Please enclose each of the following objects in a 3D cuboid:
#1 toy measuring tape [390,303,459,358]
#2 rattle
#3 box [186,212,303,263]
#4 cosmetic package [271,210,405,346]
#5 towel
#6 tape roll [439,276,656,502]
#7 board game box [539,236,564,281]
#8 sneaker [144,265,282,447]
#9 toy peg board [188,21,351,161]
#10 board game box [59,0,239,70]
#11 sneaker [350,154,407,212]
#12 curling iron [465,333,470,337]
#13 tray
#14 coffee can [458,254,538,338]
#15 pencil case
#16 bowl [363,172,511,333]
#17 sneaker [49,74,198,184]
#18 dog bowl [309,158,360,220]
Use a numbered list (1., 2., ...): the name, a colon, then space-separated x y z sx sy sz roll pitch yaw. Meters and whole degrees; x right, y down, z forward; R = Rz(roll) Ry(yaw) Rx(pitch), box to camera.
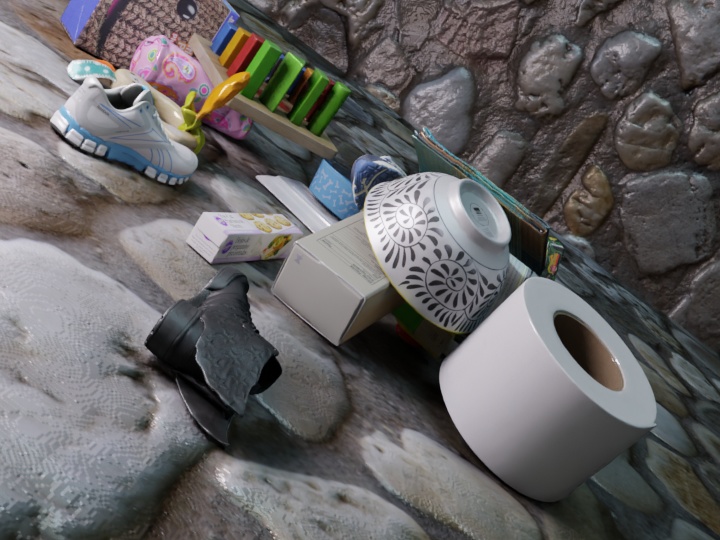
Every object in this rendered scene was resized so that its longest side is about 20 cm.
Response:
1. toy measuring tape: 0.105 0.082 1.301 0.199 0.074 0.073 41 15 11
2. rattle: -0.261 -0.249 1.350 0.200 0.143 0.130 46 35 14
3. box: -0.124 -0.037 1.187 0.041 0.039 0.200 39 14 15
4. cosmetic package: 0.000 0.000 1.195 0.105 0.072 0.199 39 30 16
5. towel: 0.146 -0.082 1.283 0.199 0.022 0.147 40 -10 18
6. tape roll: 0.202 0.128 1.156 0.202 0.139 0.204 34 28 -21
7. board game box: 0.227 0.059 1.394 0.023 0.203 0.105 15 10 6
8. sneaker: -0.108 0.063 0.872 0.104 0.060 0.200 36 19 4
9. toy peg board: -0.119 -0.281 1.531 0.199 0.098 0.200 25 22 -38
10. board game box: -0.310 -0.372 1.567 0.199 0.160 0.097 23 19 -41
11. sneaker: 0.027 -0.119 1.469 0.086 0.077 0.200 59 10 26
12. curling iron: 0.149 0.080 1.326 0.049 0.026 0.202 4 -48 34
13. tray: -0.055 -0.075 1.512 0.200 0.022 0.107 43 14 24
14. coffee can: 0.116 -0.003 1.390 0.198 0.148 0.147 28 15 -4
15. pencil case: -0.238 -0.267 1.557 0.199 0.088 0.088 24 18 -37
16. bowl: 0.106 -0.040 1.189 0.200 0.094 0.202 31 38 -28
17. sneaker: -0.246 -0.161 1.198 0.075 0.087 0.199 43 14 33
18. dog bowl: -0.007 -0.095 1.578 0.111 0.050 0.200 44 6 30
